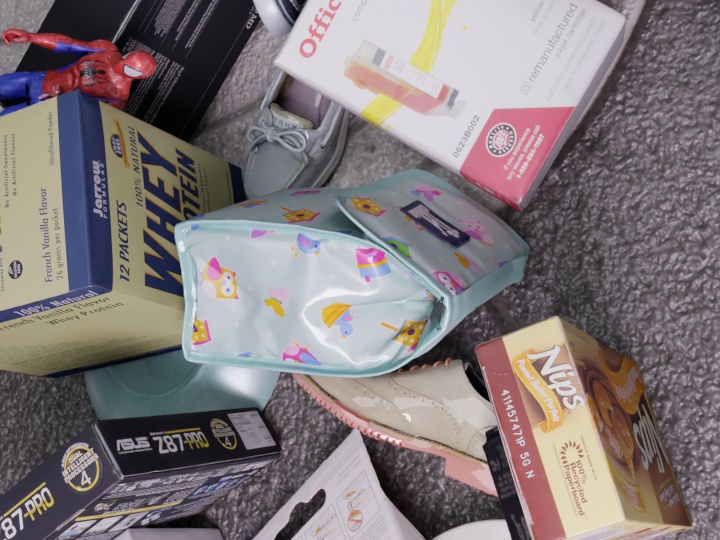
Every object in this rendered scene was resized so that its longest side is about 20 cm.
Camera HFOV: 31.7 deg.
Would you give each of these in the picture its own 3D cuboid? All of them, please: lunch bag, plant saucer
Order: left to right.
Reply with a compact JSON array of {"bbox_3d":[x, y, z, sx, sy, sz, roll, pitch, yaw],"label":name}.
[{"bbox_3d":[-0.153,0.051,1.008,0.200,0.039,0.202,-6,77,25],"label":"plant saucer"},{"bbox_3d":[0.000,0.000,0.858,0.199,0.170,0.122,0,101,25],"label":"lunch bag"}]

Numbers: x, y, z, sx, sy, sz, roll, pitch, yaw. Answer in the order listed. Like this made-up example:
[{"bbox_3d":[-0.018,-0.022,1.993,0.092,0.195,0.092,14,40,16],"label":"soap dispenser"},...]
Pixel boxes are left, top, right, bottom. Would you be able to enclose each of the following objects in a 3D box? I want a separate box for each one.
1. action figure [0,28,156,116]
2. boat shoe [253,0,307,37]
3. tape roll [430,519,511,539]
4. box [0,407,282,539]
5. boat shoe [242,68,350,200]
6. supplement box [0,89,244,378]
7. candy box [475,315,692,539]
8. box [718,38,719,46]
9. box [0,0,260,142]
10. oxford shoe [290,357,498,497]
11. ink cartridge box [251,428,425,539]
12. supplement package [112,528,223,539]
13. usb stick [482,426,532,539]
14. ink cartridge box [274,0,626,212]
[{"bbox_3d":[-0.242,-0.127,0.883,0.199,0.099,0.066,-13,79,17],"label":"action figure"},{"bbox_3d":[-0.037,-0.262,0.960,0.091,0.071,0.201,-16,46,16],"label":"boat shoe"},{"bbox_3d":[0.100,0.265,0.835,0.202,0.037,0.204,-6,76,27],"label":"tape roll"},{"bbox_3d":[-0.169,0.161,0.896,0.161,0.200,0.049,-40,71,21],"label":"box"},{"bbox_3d":[-0.040,-0.136,0.973,0.074,0.065,0.202,33,95,29],"label":"boat shoe"},{"bbox_3d":[-0.214,-0.014,0.917,0.199,0.200,0.135,-14,73,24],"label":"supplement box"},{"bbox_3d":[0.138,0.103,0.754,0.055,0.200,0.116,-21,71,18],"label":"candy box"},{"bbox_3d":[0.314,-0.062,0.770,0.141,0.079,0.201,-15,73,21],"label":"box"},{"bbox_3d":[-0.169,-0.183,0.998,0.079,0.141,0.200,35,96,29],"label":"box"},{"bbox_3d":[0.046,0.090,0.880,0.199,0.071,0.074,23,94,18],"label":"oxford shoe"},{"bbox_3d":[-0.009,0.234,0.866,0.161,0.050,0.200,-48,36,20],"label":"ink cartridge box"},{"bbox_3d":[-0.186,0.290,0.929,0.200,0.120,0.122,-36,67,17],"label":"supplement package"},{"bbox_3d":[0.124,0.190,0.784,0.055,0.033,0.201,-35,68,53],"label":"usb stick"},{"bbox_3d":[0.062,-0.153,0.880,0.200,0.083,0.146,31,96,9],"label":"ink cartridge box"}]
